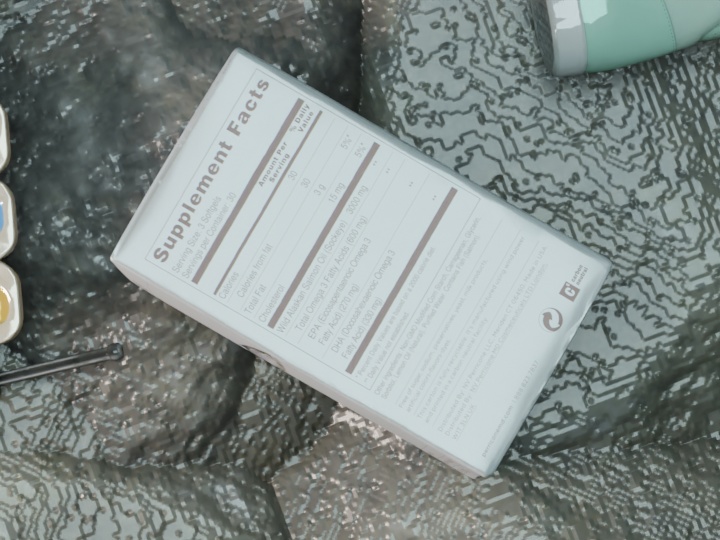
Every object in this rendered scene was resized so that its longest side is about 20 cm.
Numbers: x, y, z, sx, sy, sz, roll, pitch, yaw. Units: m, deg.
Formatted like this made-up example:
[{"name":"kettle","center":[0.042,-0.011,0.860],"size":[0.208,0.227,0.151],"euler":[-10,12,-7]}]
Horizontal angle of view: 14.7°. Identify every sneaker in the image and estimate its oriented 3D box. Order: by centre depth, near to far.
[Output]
[{"name":"sneaker","center":[0.132,-0.198,1.340],"size":[0.118,0.074,0.201],"euler":[-8,85,-6]}]

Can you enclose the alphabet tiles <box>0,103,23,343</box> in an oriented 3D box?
[{"name":"alphabet tiles","center":[-0.262,-0.016,1.334],"size":[0.195,0.015,0.201],"euler":[-5,88,5]}]

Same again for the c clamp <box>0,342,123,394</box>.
[{"name":"c clamp","center":[-0.225,-0.024,1.352],"size":[0.170,0.027,0.200],"euler":[-19,87,4]}]

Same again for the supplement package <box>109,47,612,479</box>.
[{"name":"supplement package","center":[0.000,0.000,1.301],"size":[0.200,0.117,0.117],"euler":[30,87,3]}]
